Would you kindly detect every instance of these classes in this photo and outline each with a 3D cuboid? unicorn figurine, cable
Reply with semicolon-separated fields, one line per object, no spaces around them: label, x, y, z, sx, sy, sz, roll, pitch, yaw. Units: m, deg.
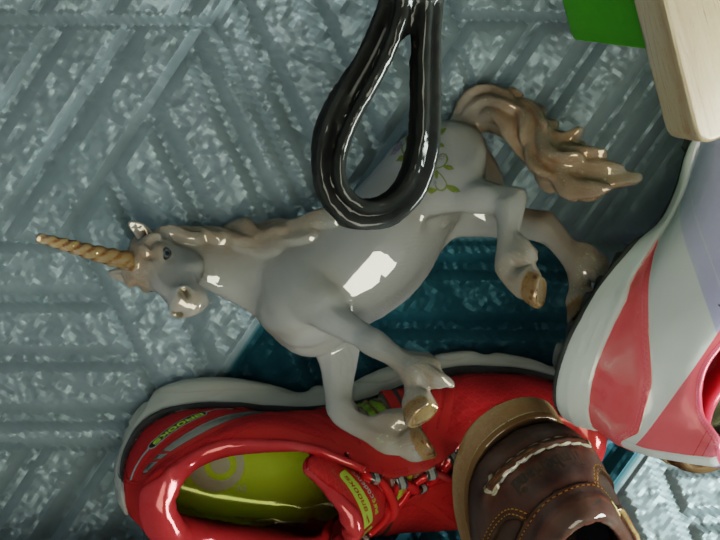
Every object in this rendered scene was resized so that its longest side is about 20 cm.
unicorn figurine;0.000;0.000;1.076;0.200;0.137;0.074;-33;151;-17
cable;0.017;-0.118;1.042;0.097;0.050;0.201;-5;99;-17

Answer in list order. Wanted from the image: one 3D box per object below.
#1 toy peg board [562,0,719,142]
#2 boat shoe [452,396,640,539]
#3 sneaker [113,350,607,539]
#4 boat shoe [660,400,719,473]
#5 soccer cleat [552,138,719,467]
toy peg board;0.145;-0.181;1.024;0.199;0.098;0.201;-27;114;-26
boat shoe;0.080;0.138;1.107;0.070;0.070;0.200;-31;139;-11
sneaker;0.003;0.085;1.107;0.199;0.085;0.077;-6;111;-5
boat shoe;0.185;0.005;1.106;0.076;0.074;0.200;35;102;-17
soccer cleat;0.148;-0.017;1.062;0.073;0.068;0.201;25;73;25
